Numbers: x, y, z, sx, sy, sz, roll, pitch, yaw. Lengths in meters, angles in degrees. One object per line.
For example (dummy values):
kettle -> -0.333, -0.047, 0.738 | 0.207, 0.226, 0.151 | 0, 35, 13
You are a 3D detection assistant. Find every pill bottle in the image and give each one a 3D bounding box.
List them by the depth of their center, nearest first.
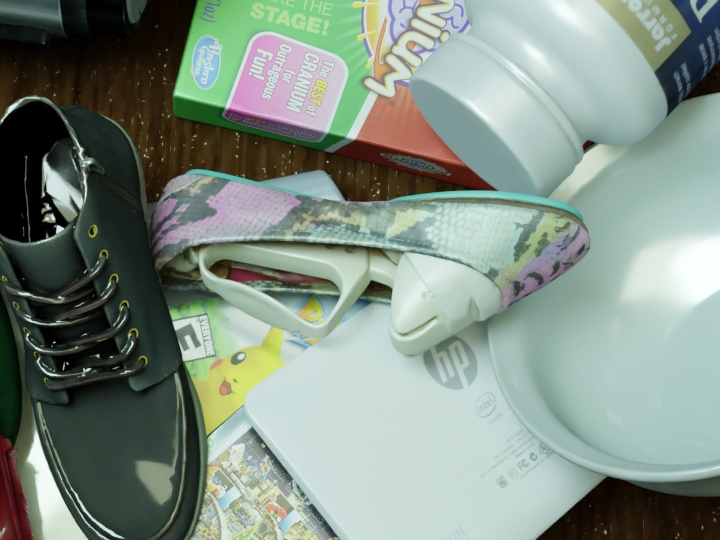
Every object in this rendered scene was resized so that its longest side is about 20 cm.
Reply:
pill bottle -> 0.118, -0.128, 0.963 | 0.111, 0.111, 0.200 | 42, 81, 4

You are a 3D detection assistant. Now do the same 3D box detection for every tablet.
tablet -> 0.052, 0.060, 0.974 | 0.200, 0.014, 0.130 | -35, 83, -37

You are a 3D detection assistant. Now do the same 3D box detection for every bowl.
bowl -> 0.165, 0.025, 0.958 | 0.200, 0.090, 0.202 | -17, 49, 20

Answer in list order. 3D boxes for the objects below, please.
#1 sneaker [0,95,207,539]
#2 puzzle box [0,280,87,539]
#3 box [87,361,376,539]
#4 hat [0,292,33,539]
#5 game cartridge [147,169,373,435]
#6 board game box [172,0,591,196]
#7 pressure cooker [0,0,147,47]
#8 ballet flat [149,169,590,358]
sneaker -> -0.119, 0.028, 0.889 | 0.074, 0.106, 0.201 | -13, 86, 6
puzzle box -> -0.190, 0.101, 0.990 | 0.133, 0.025, 0.201 | -22, 82, -7
box -> -0.017, 0.161, 0.951 | 0.136, 0.038, 0.200 | -40, 87, -9
hat -> -0.158, 0.070, 0.958 | 0.176, 0.166, 0.200 | 28, 102, -31
game cartridge -> -0.043, 0.057, 1.003 | 0.133, 0.040, 0.201 | -11, 82, -9
board game box -> 0.023, -0.127, 1.034 | 0.199, 0.040, 0.154 | 13, 80, -1
pressure cooker -> -0.152, -0.194, 0.965 | 0.199, 0.179, 0.177 | 8, 77, -2
ballet flat -> 0.000, 0.000, 0.948 | 0.199, 0.069, 0.071 | 6, 58, 11
